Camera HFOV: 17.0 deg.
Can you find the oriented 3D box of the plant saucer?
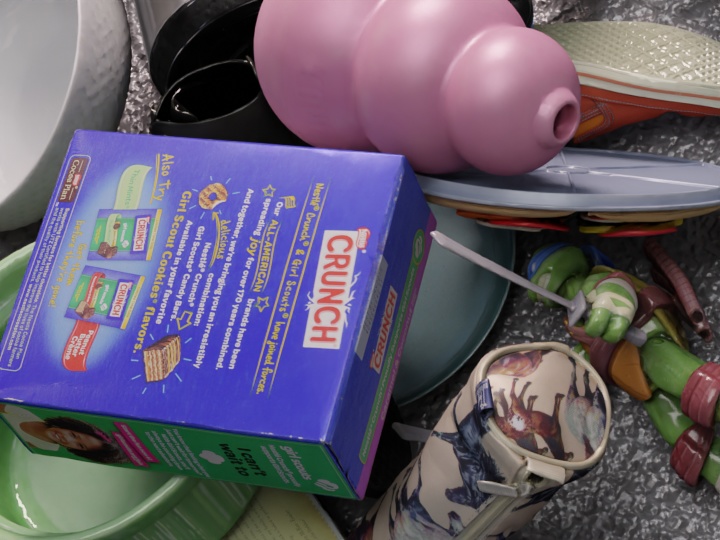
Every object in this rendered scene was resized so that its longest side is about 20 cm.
[{"bbox_3d":[0.000,0.000,1.454,0.200,0.027,0.201,-8,65,17],"label":"plant saucer"}]

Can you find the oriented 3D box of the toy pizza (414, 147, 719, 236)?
[{"bbox_3d":[0.116,-0.042,1.353,0.200,0.200,0.032,6,102,22],"label":"toy pizza"}]

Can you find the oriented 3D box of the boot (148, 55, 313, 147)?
[{"bbox_3d":[-0.120,-0.055,1.427,0.200,0.138,0.078,-30,60,7],"label":"boot"}]

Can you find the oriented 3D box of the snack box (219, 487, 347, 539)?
[{"bbox_3d":[-0.065,0.173,1.390,0.116,0.037,0.200,-36,60,-2],"label":"snack box"}]

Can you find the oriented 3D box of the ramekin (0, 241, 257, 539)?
[{"bbox_3d":[-0.148,0.084,1.384,0.199,0.098,0.201,-9,59,16],"label":"ramekin"}]

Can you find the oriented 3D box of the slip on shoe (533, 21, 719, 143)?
[{"bbox_3d":[0.140,-0.108,1.437,0.199,0.061,0.074,2,33,13],"label":"slip on shoe"}]

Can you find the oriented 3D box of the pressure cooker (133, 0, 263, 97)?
[{"bbox_3d":[-0.064,-0.202,1.485,0.178,0.176,0.200,-29,58,24],"label":"pressure cooker"}]

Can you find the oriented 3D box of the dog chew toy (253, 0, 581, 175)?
[{"bbox_3d":[0.036,-0.108,1.302,0.200,0.125,0.125,26,77,40],"label":"dog chew toy"}]

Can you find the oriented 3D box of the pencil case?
[{"bbox_3d":[0.054,0.125,1.273,0.078,0.200,0.090,31,42,-4],"label":"pencil case"}]

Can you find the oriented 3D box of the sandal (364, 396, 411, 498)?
[{"bbox_3d":[-0.027,0.059,1.390,0.048,0.075,0.201,-46,49,24],"label":"sandal"}]

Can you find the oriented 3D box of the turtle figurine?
[{"bbox_3d":[0.132,0.073,1.309,0.194,0.200,0.144,38,117,25],"label":"turtle figurine"}]

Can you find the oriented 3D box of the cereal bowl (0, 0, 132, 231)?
[{"bbox_3d":[-0.214,-0.118,1.535,0.200,0.083,0.201,-13,70,40],"label":"cereal bowl"}]

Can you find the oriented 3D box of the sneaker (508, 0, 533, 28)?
[{"bbox_3d":[0.074,-0.197,1.405,0.071,0.083,0.200,14,79,24],"label":"sneaker"}]

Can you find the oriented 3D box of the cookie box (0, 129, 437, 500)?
[{"bbox_3d":[-0.078,0.021,1.289,0.199,0.075,0.172,6,64,22],"label":"cookie box"}]
